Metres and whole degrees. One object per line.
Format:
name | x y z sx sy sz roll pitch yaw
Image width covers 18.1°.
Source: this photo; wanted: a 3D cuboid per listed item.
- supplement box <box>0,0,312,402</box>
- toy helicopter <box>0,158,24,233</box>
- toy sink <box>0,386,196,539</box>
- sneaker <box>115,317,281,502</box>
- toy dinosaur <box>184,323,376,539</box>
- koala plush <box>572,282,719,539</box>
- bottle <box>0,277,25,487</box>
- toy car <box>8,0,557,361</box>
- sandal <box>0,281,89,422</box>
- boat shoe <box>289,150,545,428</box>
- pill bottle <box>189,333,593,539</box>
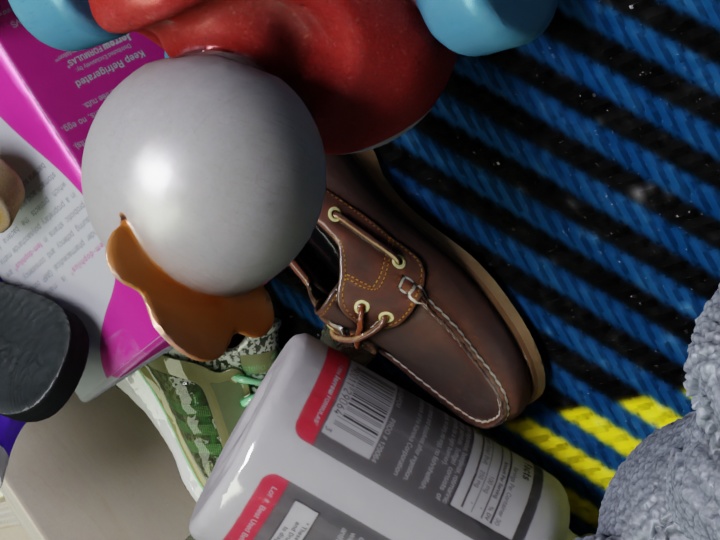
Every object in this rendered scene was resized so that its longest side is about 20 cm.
supplement box | -0.132 -0.056 1.084 0.101 0.103 0.201 -35 87 47
toy helicopter | -0.245 -0.046 1.057 0.199 0.079 0.133 13 144 20
toy sink | -0.149 0.134 1.275 0.112 0.130 0.201 -17 109 53
sneaker | -0.063 0.064 1.175 0.200 0.077 0.089 48 133 -2
toy dinosaur | -0.025 0.106 1.142 0.088 0.047 0.200 37 105 -4
koala plush | 0.161 0.091 0.879 0.185 0.177 0.200 61 145 5
bottle | -0.184 0.017 1.147 0.065 0.201 0.084 -4 145 18
toy car | -0.044 -0.054 0.890 0.184 0.202 0.176 -11 154 44
sandal | -0.214 0.019 1.078 0.199 0.076 0.048 10 165 36
boat shoe | 0.000 0.000 1.044 0.200 0.070 0.070 48 142 2
pill bottle | 0.029 0.124 1.060 0.199 0.111 0.111 30 144 -4
